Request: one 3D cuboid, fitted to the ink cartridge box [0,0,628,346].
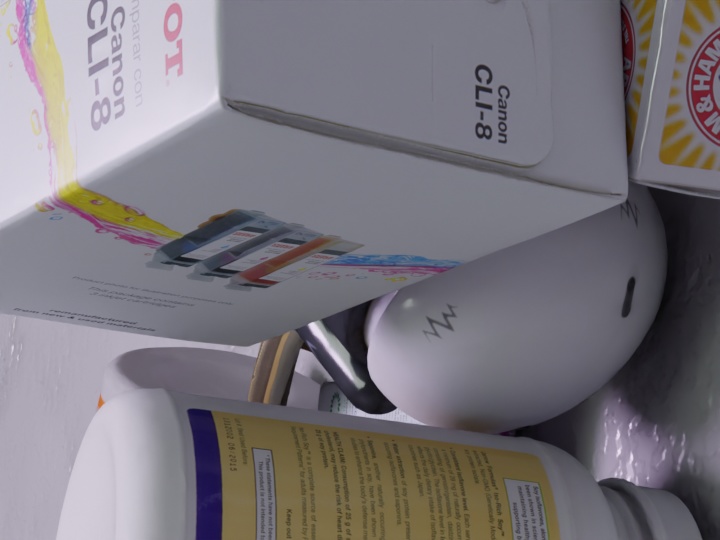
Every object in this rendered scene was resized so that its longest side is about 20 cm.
[{"bbox_3d":[-0.037,-0.074,0.804,0.200,0.145,0.146,-22,63,50],"label":"ink cartridge box"}]

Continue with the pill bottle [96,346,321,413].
[{"bbox_3d":[-0.082,0.146,1.258,0.114,0.114,0.200,-138,56,-65],"label":"pill bottle"}]

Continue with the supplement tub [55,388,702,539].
[{"bbox_3d":[0.003,0.122,0.894,0.145,0.200,0.146,-171,90,-75],"label":"supplement tub"}]

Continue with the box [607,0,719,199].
[{"bbox_3d":[0.121,-0.123,0.804,0.112,0.101,0.200,-149,67,-68],"label":"box"}]

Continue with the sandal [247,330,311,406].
[{"bbox_3d":[0.000,0.000,1.120,0.200,0.054,0.080,-61,6,37],"label":"sandal"}]

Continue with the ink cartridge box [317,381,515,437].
[{"bbox_3d":[0.024,0.141,1.077,0.200,0.043,0.197,170,106,-69],"label":"ink cartridge box"}]

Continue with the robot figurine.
[{"bbox_3d":[0.025,-0.035,0.959,0.200,0.125,0.150,54,167,25],"label":"robot figurine"}]
